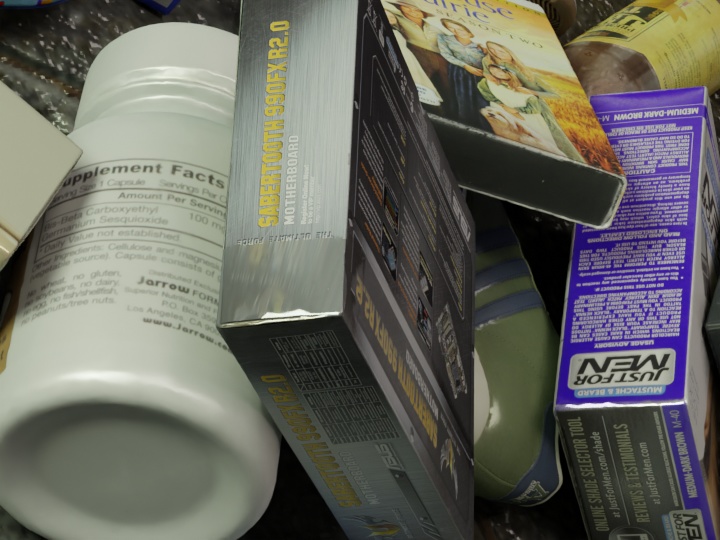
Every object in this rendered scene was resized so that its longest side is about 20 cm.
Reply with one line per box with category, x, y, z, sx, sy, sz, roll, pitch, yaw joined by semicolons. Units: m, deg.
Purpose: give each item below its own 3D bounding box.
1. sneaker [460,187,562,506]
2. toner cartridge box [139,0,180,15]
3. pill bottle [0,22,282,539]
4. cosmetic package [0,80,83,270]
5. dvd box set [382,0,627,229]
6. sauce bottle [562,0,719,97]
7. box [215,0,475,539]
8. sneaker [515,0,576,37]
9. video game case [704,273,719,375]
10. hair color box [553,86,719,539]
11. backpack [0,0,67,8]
sneaker;0.050;0.021;1.202;0.090;0.067;0.201;36;36;-37
toner cartridge box;-0.070;-0.221;1.253;0.043;0.095;0.200;29;43;-22
pill bottle;-0.080;0.003;1.053;0.114;0.114;0.200;28;45;-23
cosmetic package;-0.215;-0.063;0.994;0.200;0.104;0.073;39;42;-10
dvd box set;0.032;-0.092;1.211;0.146;0.029;0.200;17;24;-15
sauce bottle;0.129;-0.093;1.353;0.065;0.065;0.200;52;39;4
box;0.000;0.000;1.037;0.200;0.048;0.159;62;27;-56
sneaker;0.024;-0.192;1.332;0.199;0.070;0.109;24;48;-23
video game case;0.218;0.044;1.280;0.200;0.025;0.181;66;31;-32
hair color box;0.134;0.023;1.229;0.110;0.065;0.200;71;22;-44
backpack;-0.168;-0.216;1.133;0.182;0.134;0.201;-3;64;-42
